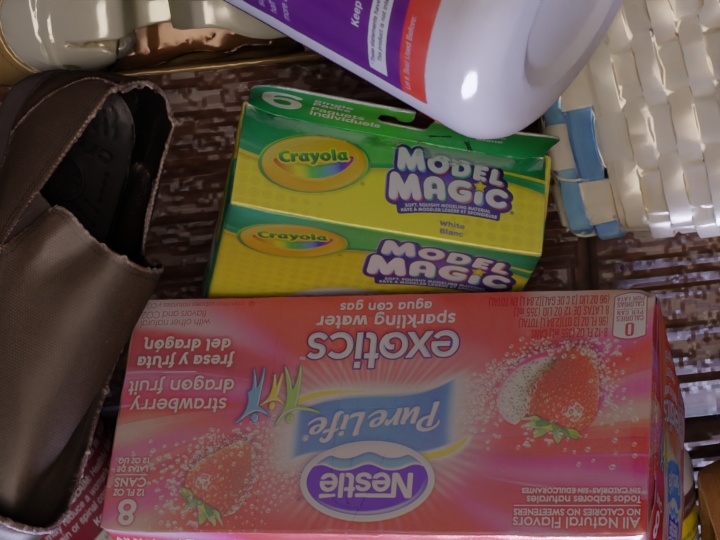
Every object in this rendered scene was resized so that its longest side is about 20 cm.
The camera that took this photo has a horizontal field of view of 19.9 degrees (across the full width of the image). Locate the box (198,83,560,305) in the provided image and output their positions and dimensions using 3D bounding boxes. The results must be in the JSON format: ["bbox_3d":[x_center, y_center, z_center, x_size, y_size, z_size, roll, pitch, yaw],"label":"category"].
[{"bbox_3d":[0.000,0.000,0.783,0.116,0.200,0.049,9,60,-5],"label":"box"}]

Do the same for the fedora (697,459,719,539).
[{"bbox_3d":[0.178,0.122,0.813,0.081,0.201,0.202,-7,105,-2],"label":"fedora"}]

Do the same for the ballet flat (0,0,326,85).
[{"bbox_3d":[-0.079,-0.108,0.809,0.198,0.063,0.069,-7,104,-2],"label":"ballet flat"}]

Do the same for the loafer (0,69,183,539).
[{"bbox_3d":[-0.114,0.007,0.743,0.073,0.071,0.201,28,58,-37],"label":"loafer"}]

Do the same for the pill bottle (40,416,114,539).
[{"bbox_3d":[-0.168,0.063,0.805,0.114,0.114,0.201,-32,107,5],"label":"pill bottle"}]

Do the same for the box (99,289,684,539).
[{"bbox_3d":[0.017,0.071,0.762,0.198,0.103,0.095,-1,62,14],"label":"box"}]

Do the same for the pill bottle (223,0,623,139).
[{"bbox_3d":[-0.009,-0.135,0.702,0.199,0.112,0.113,31,102,21],"label":"pill bottle"}]

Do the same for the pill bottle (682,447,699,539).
[{"bbox_3d":[0.093,0.170,0.867,0.108,0.109,0.202,-7,104,-2],"label":"pill bottle"}]

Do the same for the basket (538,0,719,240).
[{"bbox_3d":[0.164,-0.085,0.773,0.198,0.176,0.140,-8,99,9],"label":"basket"}]
